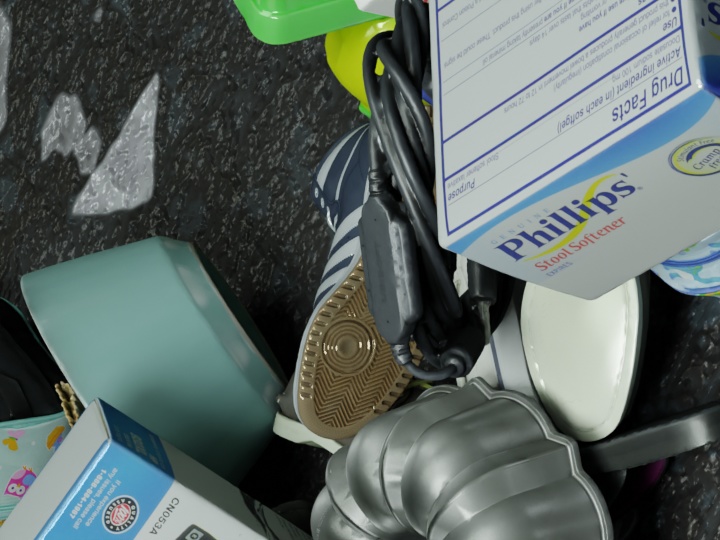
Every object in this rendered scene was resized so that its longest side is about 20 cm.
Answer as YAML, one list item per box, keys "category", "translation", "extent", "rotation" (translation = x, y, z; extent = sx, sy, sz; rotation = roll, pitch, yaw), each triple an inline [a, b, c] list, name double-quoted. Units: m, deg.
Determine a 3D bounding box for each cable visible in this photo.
- category: "cable"
  translation: [0.048, -0.049, 1.322]
  extent: [0.051, 0.163, 0.201]
  rotation: [-3, 102, 28]

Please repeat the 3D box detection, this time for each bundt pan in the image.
- category: "bundt pan"
  translation: [0.042, 0.161, 1.350]
  extent: [0.201, 0.075, 0.203]
  rotation: [10, 102, 50]

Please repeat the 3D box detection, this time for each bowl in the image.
- category: "bowl"
  translation: [-0.118, 0.058, 1.618]
  extent: [0.105, 0.201, 0.201]
  rotation: [-33, 46, 2]

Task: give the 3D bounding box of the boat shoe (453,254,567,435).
- category: "boat shoe"
  translation: [0.075, 0.031, 1.438]
  extent: [0.066, 0.072, 0.201]
  rotation: [-32, 47, 23]

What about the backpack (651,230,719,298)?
- category: "backpack"
  translation: [0.212, -0.078, 1.286]
  extent: [0.163, 0.153, 0.201]
  rotation: [46, 127, 42]

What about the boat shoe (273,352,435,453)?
- category: "boat shoe"
  translation: [0.014, 0.086, 1.514]
  extent: [0.201, 0.071, 0.061]
  rotation: [14, 92, 55]

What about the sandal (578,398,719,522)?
- category: "sandal"
  translation: [0.132, 0.115, 1.361]
  extent: [0.200, 0.075, 0.048]
  rotation: [-24, 86, 44]

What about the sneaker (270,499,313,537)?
- category: "sneaker"
  translation: [-0.062, 0.238, 1.568]
  extent: [0.088, 0.074, 0.201]
  rotation: [40, 111, 35]

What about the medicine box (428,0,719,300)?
- category: "medicine box"
  translation: [0.127, -0.117, 1.223]
  extent: [0.182, 0.103, 0.201]
  rotation: [-32, 50, 44]

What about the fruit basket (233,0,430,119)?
- category: "fruit basket"
  translation: [0.015, -0.185, 1.552]
  extent: [0.216, 0.215, 0.156]
  rotation: [-54, 42, 24]

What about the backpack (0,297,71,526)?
- category: "backpack"
  translation: [-0.293, 0.113, 1.813]
  extent: [0.200, 0.175, 0.154]
  rotation: [27, 115, 53]

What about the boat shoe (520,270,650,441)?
- category: "boat shoe"
  translation: [0.125, -0.012, 1.360]
  extent: [0.072, 0.060, 0.203]
  rotation: [-5, 89, 32]

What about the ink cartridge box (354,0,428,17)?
- category: "ink cartridge box"
  translation: [0.089, -0.222, 1.374]
  extent: [0.200, 0.146, 0.083]
  rotation: [-43, 62, 29]

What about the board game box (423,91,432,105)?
- category: "board game box"
  translation: [0.144, -0.142, 1.436]
  extent: [0.199, 0.041, 0.201]
  rotation: [38, 108, 41]

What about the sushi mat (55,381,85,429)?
- category: "sushi mat"
  translation: [-0.128, 0.150, 1.585]
  extent: [0.012, 0.200, 0.096]
  rotation: [-31, 49, 3]

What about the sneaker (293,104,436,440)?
- category: "sneaker"
  translation: [0.000, 0.000, 1.503]
  extent: [0.108, 0.070, 0.201]
  rotation: [9, 79, 70]

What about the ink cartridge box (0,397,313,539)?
- category: "ink cartridge box"
  translation: [-0.109, 0.193, 1.461]
  extent: [0.145, 0.200, 0.084]
  rotation: [-54, 19, 3]
